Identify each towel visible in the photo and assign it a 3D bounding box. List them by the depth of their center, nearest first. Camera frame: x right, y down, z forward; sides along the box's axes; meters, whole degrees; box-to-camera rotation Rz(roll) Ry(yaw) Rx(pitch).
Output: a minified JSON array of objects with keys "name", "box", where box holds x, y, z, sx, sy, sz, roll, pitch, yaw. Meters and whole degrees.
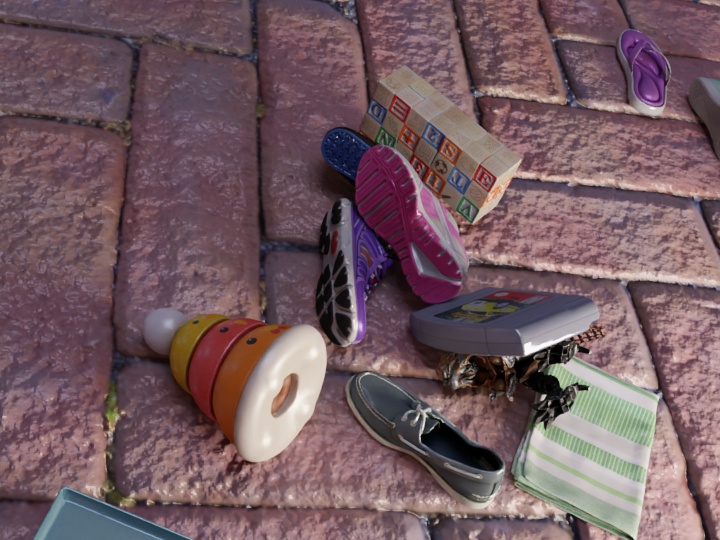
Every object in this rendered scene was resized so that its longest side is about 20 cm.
[{"name":"towel","box":[0.258,0.189,1.225,0.151,0.023,0.201,25,47,1]}]

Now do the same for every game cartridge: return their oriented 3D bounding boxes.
[{"name":"game cartridge","box":[0.148,0.056,1.201,0.132,0.199,0.041,-22,104,-30]}]

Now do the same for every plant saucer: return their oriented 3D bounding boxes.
[{"name":"plant saucer","box":[-0.198,0.267,0.997,0.198,0.019,0.070,23,47,-1]}]

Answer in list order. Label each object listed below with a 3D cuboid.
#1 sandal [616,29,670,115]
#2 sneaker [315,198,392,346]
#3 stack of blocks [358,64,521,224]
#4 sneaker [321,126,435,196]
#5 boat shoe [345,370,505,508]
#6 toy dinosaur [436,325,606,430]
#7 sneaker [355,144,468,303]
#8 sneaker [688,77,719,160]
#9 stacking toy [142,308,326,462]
[{"name":"sandal","box":[0.456,-0.322,1.710,0.082,0.050,0.204,11,48,-11]},{"name":"sneaker","box":[0.000,0.000,1.258,0.083,0.081,0.201,18,49,-19]},{"name":"stack of blocks","box":[0.096,-0.152,1.391,0.200,0.116,0.058,41,50,15]},{"name":"sneaker","box":[0.035,-0.110,1.366,0.200,0.070,0.078,43,12,-4]},{"name":"boat shoe","box":[0.071,0.166,1.149,0.200,0.062,0.073,40,50,15]},{"name":"toy dinosaur","box":[0.188,0.092,1.225,0.199,0.103,0.136,-35,30,-10]},{"name":"sneaker","box":[0.063,-0.058,1.295,0.201,0.081,0.088,63,23,2]},{"name":"sneaker","box":[0.595,-0.225,1.658,0.117,0.074,0.202,-2,49,-13]},{"name":"stacking toy","box":[-0.147,0.092,1.109,0.199,0.147,0.146,23,45,23]}]
